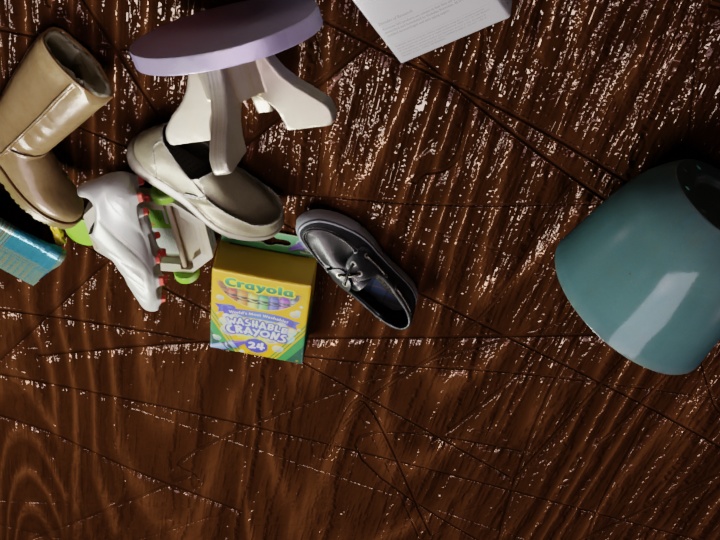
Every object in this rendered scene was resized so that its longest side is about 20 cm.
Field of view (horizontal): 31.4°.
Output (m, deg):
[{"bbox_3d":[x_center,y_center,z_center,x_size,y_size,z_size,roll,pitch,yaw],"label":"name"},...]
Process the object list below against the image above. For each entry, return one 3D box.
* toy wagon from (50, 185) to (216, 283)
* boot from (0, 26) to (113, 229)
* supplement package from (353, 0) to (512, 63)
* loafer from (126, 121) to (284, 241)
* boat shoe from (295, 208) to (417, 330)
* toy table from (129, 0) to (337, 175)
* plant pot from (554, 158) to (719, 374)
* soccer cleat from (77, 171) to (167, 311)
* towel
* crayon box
[{"bbox_3d":[-0.279,-0.052,1.565,0.199,0.040,0.156,4,140,10],"label":"toy wagon"},{"bbox_3d":[-0.336,-0.150,1.426,0.175,0.066,0.200,43,131,-17],"label":"boot"},{"bbox_3d":[0.038,-0.308,1.122,0.119,0.122,0.200,-18,133,31],"label":"supplement package"},{"bbox_3d":[-0.168,-0.101,1.451,0.199,0.076,0.068,28,144,-18],"label":"loafer"},{"bbox_3d":[0.000,0.000,1.539,0.068,0.057,0.200,-32,125,29],"label":"boat shoe"},{"bbox_3d":[-0.121,-0.189,1.272,0.199,0.184,0.118,2,125,30],"label":"toy table"},{"bbox_3d":[0.333,-0.019,1.347,0.200,0.201,0.161,25,127,-17],"label":"plant pot"},{"bbox_3d":[-0.275,-0.033,1.499,0.077,0.069,0.201,-6,131,1],"label":"soccer cleat"},{"bbox_3d":[-0.475,-0.050,1.599,0.199,0.022,0.146,31,154,-21],"label":"towel"},{"bbox_3d":[-0.124,0.032,1.617,0.125,0.052,0.201,10,140,1],"label":"crayon box"}]
